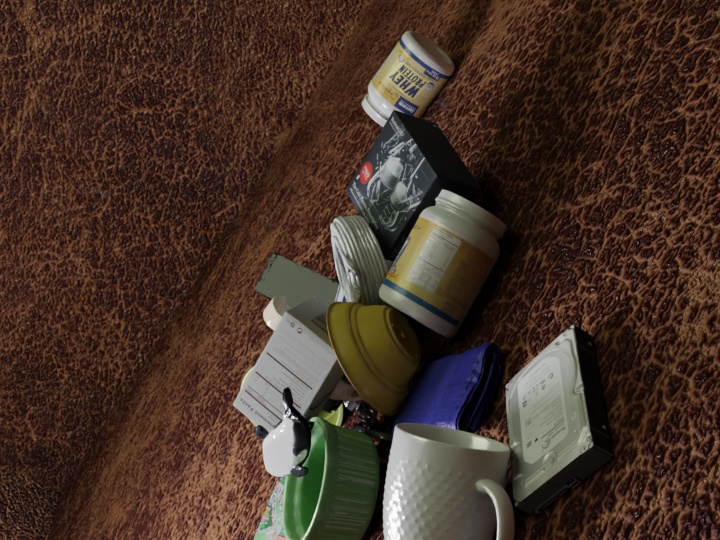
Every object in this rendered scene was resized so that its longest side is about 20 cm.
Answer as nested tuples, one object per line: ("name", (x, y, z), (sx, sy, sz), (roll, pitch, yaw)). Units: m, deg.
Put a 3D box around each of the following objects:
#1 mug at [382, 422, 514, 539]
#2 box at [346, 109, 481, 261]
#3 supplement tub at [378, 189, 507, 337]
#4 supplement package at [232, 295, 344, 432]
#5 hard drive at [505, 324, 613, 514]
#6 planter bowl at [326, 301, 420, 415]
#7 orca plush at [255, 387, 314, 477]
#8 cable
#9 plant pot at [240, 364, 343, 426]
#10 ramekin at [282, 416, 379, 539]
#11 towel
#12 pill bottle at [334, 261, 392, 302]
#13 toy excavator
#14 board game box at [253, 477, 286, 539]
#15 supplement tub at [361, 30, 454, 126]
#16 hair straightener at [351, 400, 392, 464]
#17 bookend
("mug", (0.112, 0.294, 1.185), (0.199, 0.146, 0.178), (10, 89, 56))
("box", (0.087, -0.142, 1.706), (0.183, 0.103, 0.201), (-57, 40, 27))
("supplement tub", (0.134, -0.011, 1.566), (0.202, 0.144, 0.145), (-61, 18, 0))
("supplement package", (-0.100, 0.165, 1.613), (0.201, 0.117, 0.117), (-59, -13, 23))
("hard drive", (0.235, 0.179, 1.192), (0.140, 0.038, 0.201), (-48, 23, 34))
("planter bowl", (0.038, 0.119, 1.539), (0.083, 0.201, 0.201), (-31, 29, 20))
("orca plush", (-0.105, 0.246, 1.519), (0.071, 0.104, 0.202), (-42, -33, -37))
("cable", (0.000, 0.000, 1.695), (0.201, 0.068, 0.201), (83, 169, -54))
("plant pot", (-0.106, 0.199, 1.878), (0.200, 0.199, 0.190), (-49, 9, 32))
("ramekin", (-0.046, 0.340, 1.546), (0.200, 0.097, 0.203), (-166, 90, -72))
("towel", (0.130, 0.190, 1.447), (0.200, 0.049, 0.149), (-27, 31, 60))
("pill bottle", (0.006, 0.066, 1.845), (0.111, 0.110, 0.202), (-40, 28, 47))
("toy excavator", (-0.065, 0.141, 1.725), (0.100, 0.193, 0.201), (-51, 49, 29))
("board game box", (-0.127, 0.440, 1.779), (0.200, 0.029, 0.136), (-20, 45, 63))
("supplement tub", (0.107, -0.430, 2.253), (0.201, 0.143, 0.145), (-52, 20, 24))
("hair straightener", (0.024, 0.259, 1.628), (0.200, 0.040, 0.078), (-159, 83, -77))
("bookend", (-0.091, 0.065, 2.095), (0.198, 0.199, 0.093), (25, 83, 27))
